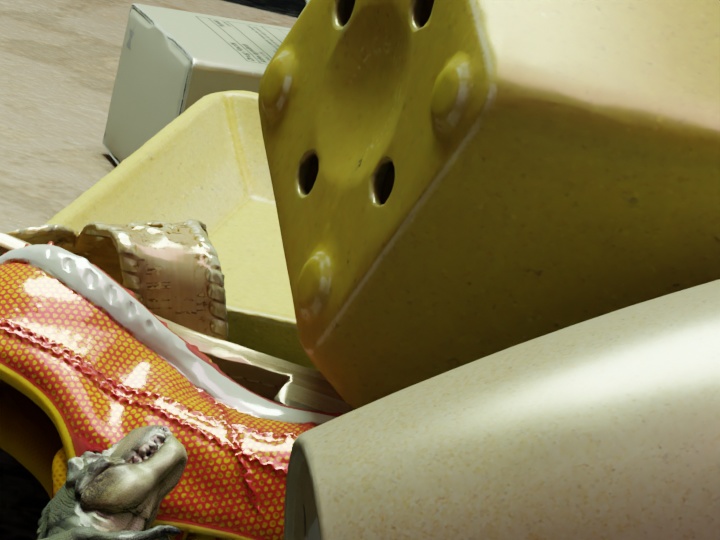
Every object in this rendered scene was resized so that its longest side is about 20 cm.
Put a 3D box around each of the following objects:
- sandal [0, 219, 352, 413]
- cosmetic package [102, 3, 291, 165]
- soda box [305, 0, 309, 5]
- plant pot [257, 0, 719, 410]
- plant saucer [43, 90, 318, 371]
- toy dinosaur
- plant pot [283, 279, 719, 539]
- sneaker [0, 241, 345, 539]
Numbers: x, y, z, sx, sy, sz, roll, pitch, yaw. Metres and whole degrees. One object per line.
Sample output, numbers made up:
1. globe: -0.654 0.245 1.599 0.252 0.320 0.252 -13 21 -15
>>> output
1. sandal: -0.057 0.019 0.892 0.211 0.078 0.070 24 46 12
2. cosmetic package: -0.007 -0.063 1.273 0.200 0.071 0.105 7 17 -22
3. soda box: 0.071 -0.153 1.204 0.200 0.068 0.063 -14 -23 6
4. plant pot: 0.083 -0.031 0.838 0.200 0.196 0.194 13 44 -25
5. plant saucer: 0.000 0.000 1.022 0.200 0.049 0.200 12 25 17
6. toy dinosaur: -0.071 0.099 0.690 0.088 0.048 0.200 17 22 14
7. plant pot: 0.085 0.079 0.678 0.200 0.188 0.187 -2 17 -8
8. sneaker: -0.045 0.068 0.809 0.200 0.073 0.077 26 55 18
